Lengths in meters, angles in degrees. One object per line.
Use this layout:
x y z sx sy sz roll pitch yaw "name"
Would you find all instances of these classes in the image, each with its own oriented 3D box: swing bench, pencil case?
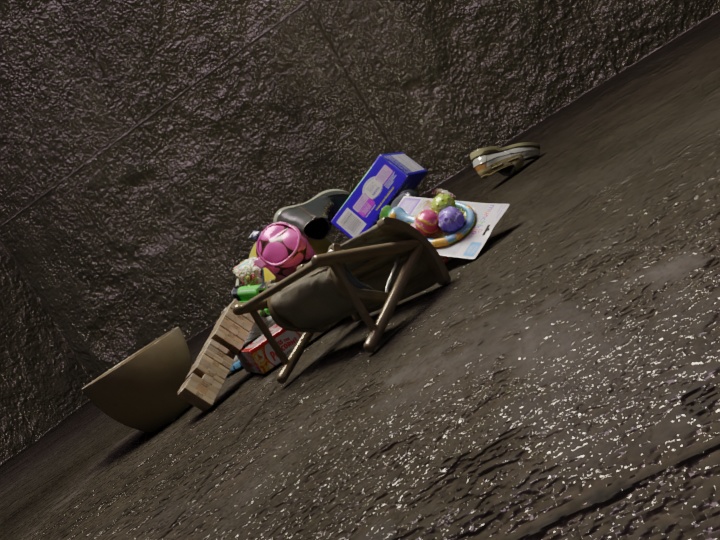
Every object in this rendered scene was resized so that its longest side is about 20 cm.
-0.024 0.029 0.951 0.198 0.130 0.200 -28 7 44 "swing bench"
-0.129 -0.016 1.303 0.094 0.090 0.200 -56 -20 -9 "pencil case"

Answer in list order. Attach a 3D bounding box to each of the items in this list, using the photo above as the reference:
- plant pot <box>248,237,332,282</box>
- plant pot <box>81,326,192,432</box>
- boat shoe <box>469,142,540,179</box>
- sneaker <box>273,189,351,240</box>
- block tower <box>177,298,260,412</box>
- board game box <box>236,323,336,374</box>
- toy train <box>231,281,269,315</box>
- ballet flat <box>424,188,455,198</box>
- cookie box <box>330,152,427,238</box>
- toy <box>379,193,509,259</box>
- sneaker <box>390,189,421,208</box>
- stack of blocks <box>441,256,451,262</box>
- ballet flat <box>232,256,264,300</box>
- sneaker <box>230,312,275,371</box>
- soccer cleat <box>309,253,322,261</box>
-0.138 0.017 1.495 0.199 0.201 0.142 -31 19 5 "plant pot"
-0.382 0.213 1.312 0.199 0.135 0.200 -33 5 3 "plant pot"
0.355 -0.263 1.737 0.198 0.069 0.075 -12 -8 -24 "boat shoe"
-0.069 -0.107 1.469 0.199 0.076 0.106 -25 31 -35 "sneaker"
-0.236 0.138 1.199 0.054 0.058 0.201 -42 18 46 "block tower"
-0.110 0.102 1.226 0.199 0.047 0.151 -34 5 -20 "board game box"
-0.170 0.049 1.298 0.199 0.057 0.042 -6 22 45 "toy train"
0.115 -0.105 1.530 0.199 0.076 0.064 -33 47 -2 "ballet flat"
0.042 -0.152 1.467 0.172 0.075 0.200 -52 -6 17 "cookie box"
0.108 -0.080 1.075 0.199 0.047 0.115 7 51 44 "toy"
0.056 -0.072 1.382 0.087 0.074 0.200 -36 -14 -35 "sneaker"
0.098 -0.036 1.203 0.115 0.059 0.200 -32 5 3 "stack of blocks"
-0.213 0.062 1.422 0.063 0.202 0.076 -12 31 -11 "ballet flat"
-0.203 0.121 1.389 0.199 0.087 0.075 -33 7 12 "sneaker"
-0.074 0.016 1.200 0.083 0.065 0.200 -36 6 -15 "soccer cleat"
